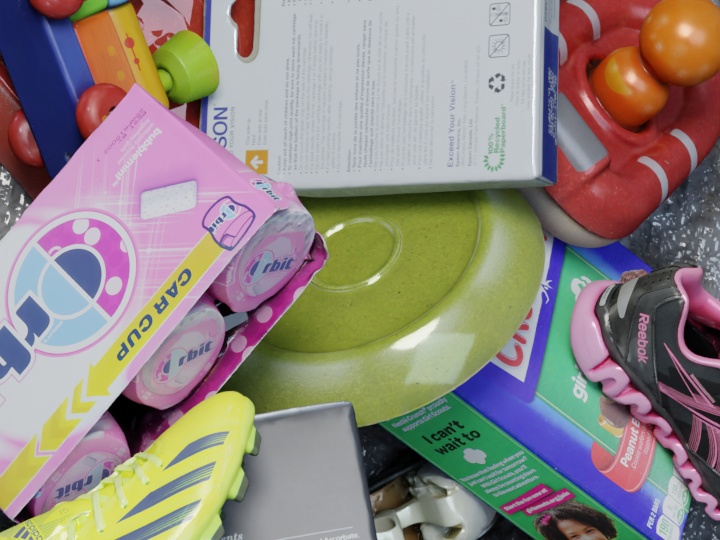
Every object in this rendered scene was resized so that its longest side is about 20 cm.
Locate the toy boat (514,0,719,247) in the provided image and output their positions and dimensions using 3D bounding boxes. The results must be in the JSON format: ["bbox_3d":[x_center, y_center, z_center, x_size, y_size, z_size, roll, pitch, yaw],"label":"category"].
[{"bbox_3d":[0.158,-0.109,1.199,0.131,0.130,0.200,52,35,0],"label":"toy boat"}]

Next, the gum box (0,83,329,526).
[{"bbox_3d":[-0.118,0.018,1.010,0.200,0.113,0.066,-50,147,0],"label":"gum box"}]

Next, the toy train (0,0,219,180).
[{"bbox_3d":[-0.121,-0.087,1.111,0.115,0.084,0.202,-29,103,-38],"label":"toy train"}]

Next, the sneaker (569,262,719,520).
[{"bbox_3d":[0.208,0.071,1.153,0.200,0.095,0.079,43,45,-17],"label":"sneaker"}]

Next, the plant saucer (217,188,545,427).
[{"bbox_3d":[0.000,0.000,1.127,0.200,0.199,0.031,-41,133,-19],"label":"plant saucer"}]

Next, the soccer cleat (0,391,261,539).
[{"bbox_3d":[-0.119,0.126,0.952,0.083,0.065,0.201,37,70,-4],"label":"soccer cleat"}]

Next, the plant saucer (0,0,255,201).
[{"bbox_3d":[-0.121,-0.123,1.166,0.200,0.037,0.200,-46,104,-19],"label":"plant saucer"}]

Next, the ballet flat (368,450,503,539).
[{"bbox_3d":[0.024,0.147,1.193,0.199,0.068,0.069,-26,99,-22],"label":"ballet flat"}]

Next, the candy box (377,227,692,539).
[{"bbox_3d":[0.105,0.052,1.197,0.199,0.077,0.170,35,50,-17],"label":"candy box"}]

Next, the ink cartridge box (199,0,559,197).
[{"bbox_3d":[0.011,-0.140,1.135,0.198,0.041,0.202,0,84,23],"label":"ink cartridge box"}]

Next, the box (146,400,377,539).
[{"bbox_3d":[-0.036,0.190,1.048,0.106,0.149,0.202,-10,67,-3],"label":"box"}]
